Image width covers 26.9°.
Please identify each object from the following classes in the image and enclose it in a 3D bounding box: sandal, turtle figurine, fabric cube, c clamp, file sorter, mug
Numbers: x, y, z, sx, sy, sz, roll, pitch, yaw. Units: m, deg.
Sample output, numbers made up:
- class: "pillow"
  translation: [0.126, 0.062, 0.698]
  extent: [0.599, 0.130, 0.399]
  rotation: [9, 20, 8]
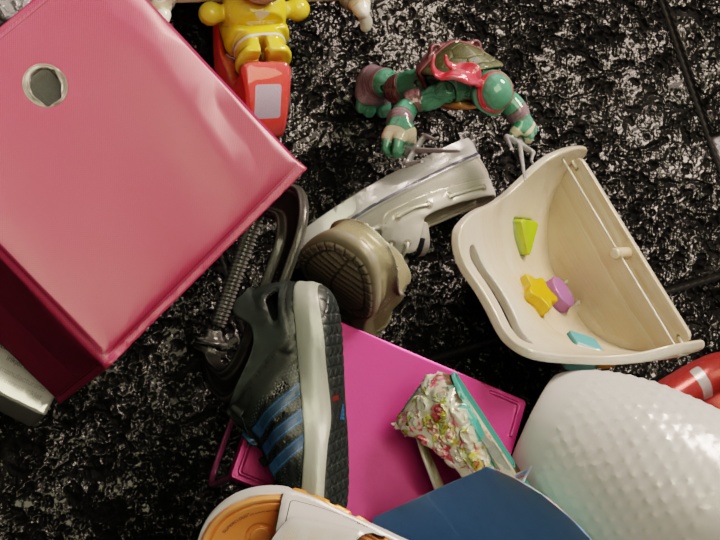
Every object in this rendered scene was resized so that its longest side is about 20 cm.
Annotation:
- class: "sandal"
  translation: [-0.007, 0.200, 0.989]
  extent: [0.206, 0.059, 0.079]
  rotation: [16, 96, -1]
- class: "turtle figurine"
  translation: [0.079, -0.138, 1.219]
  extent: [0.149, 0.200, 0.101]
  rotation: [3, 105, -25]
- class: "fabric cube"
  translation: [-0.193, -0.055, 1.022]
  extent: [0.199, 0.200, 0.196]
  rotation: [47, 67, -5]
- class: "c clamp"
  translation: [-0.087, 0.002, 1.178]
  extent: [0.027, 0.171, 0.201]
  rotation: [20, 85, -27]
- class: "file sorter"
  translation: [-0.001, 0.138, 1.168]
  extent: [0.199, 0.125, 0.139]
  rotation: [23, 70, -12]
- class: "mug"
  translation: [0.201, 0.180, 1.160]
  extent: [0.175, 0.148, 0.201]
  rotation: [26, 109, 15]

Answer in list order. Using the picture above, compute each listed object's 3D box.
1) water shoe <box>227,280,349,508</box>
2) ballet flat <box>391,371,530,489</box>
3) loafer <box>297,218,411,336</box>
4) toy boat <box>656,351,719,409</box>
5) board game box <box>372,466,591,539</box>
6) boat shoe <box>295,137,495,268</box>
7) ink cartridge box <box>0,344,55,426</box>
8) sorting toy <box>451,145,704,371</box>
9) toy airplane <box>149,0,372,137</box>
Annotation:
- class: "water shoe"
  translation: [-0.053, 0.109, 1.064]
  extent: [0.079, 0.071, 0.201]
  rotation: [-2, 83, 14]
- class: "ballet flat"
  translation: [0.095, 0.165, 1.099]
  extent: [0.064, 0.076, 0.200]
  rotation: [-35, 88, 6]
- class: "loafer"
  translation: [0.000, 0.000, 1.163]
  extent: [0.076, 0.200, 0.068]
  rotation: [37, 74, 9]
- class: "toy boat"
  translation: [0.298, 0.145, 1.259]
  extent: [0.200, 0.131, 0.131]
  rotation: [-28, 87, -21]
- class: "board game box"
  translation: [0.104, 0.206, 1.052]
  extent: [0.158, 0.200, 0.039]
  rotation: [51, 48, -5]
- class: "boat shoe"
  translation: [0.030, -0.040, 1.254]
  extent: [0.200, 0.071, 0.070]
  rotation: [-29, 84, -28]
- class: "ink cartridge box"
  translation: [-0.263, -0.005, 1.140]
  extent: [0.144, 0.084, 0.201]
  rotation: [28, 70, -11]
- class: "sorting toy"
  translation: [0.152, 0.010, 1.209]
  extent: [0.180, 0.107, 0.200]
  rotation: [-7, 62, -51]
- class: "toy airplane"
  translation: [-0.089, -0.232, 1.219]
  extent: [0.199, 0.141, 0.200]
  rotation: [41, 69, -4]
